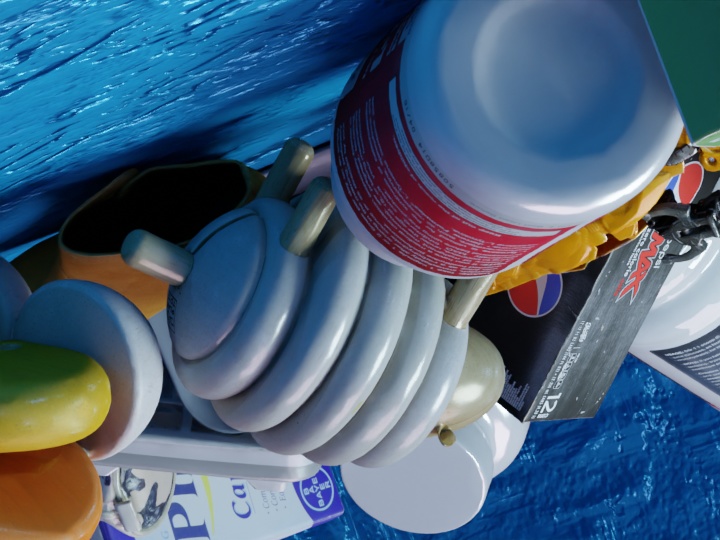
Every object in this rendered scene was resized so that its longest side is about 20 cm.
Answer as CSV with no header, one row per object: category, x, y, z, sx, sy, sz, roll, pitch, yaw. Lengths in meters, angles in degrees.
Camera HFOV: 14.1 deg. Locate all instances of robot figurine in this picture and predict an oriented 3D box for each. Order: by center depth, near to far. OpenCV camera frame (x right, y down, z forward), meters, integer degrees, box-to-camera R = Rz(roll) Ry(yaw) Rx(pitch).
robot figurine,0.106,-0.063,1.355,0.200,0.145,0.058,-23,-154,36

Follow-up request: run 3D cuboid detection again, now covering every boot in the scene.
boot,-0.134,-0.003,1.421,0.201,0.071,0.144,-25,170,5

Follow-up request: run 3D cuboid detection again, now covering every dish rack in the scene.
dish rack,-0.095,0.068,1.655,0.171,0.044,0.200,5,-155,-2

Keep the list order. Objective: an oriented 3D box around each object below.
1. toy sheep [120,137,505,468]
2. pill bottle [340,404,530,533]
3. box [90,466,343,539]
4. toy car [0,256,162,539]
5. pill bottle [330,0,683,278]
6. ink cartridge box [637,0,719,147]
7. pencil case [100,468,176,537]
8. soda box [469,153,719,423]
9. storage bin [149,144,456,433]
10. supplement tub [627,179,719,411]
toy sheep,-0.020,0.021,1.338,0.199,0.138,0.138,25,155,-21
pill bottle,0.051,0.053,1.693,0.112,0.112,0.200,-22,-150,31
box,-0.134,0.103,1.852,0.200,0.185,0.105,-15,175,-45
toy car,-0.195,0.078,1.313,0.200,0.151,0.175,16,-159,39
pill bottle,0.051,-0.058,1.196,0.112,0.113,0.200,-18,175,-17
ink cartridge box,0.143,-0.104,1.097,0.059,0.104,0.200,-22,175,20
pencil case,-0.204,0.105,1.716,0.199,0.078,0.090,9,-130,22
soda box,0.121,-0.024,1.452,0.071,0.063,0.201,0,122,-53
storage bin,0.000,0.000,1.592,0.199,0.146,0.134,-21,-175,19
supplement tub,0.196,-0.007,1.645,0.140,0.141,0.200,-22,147,30
